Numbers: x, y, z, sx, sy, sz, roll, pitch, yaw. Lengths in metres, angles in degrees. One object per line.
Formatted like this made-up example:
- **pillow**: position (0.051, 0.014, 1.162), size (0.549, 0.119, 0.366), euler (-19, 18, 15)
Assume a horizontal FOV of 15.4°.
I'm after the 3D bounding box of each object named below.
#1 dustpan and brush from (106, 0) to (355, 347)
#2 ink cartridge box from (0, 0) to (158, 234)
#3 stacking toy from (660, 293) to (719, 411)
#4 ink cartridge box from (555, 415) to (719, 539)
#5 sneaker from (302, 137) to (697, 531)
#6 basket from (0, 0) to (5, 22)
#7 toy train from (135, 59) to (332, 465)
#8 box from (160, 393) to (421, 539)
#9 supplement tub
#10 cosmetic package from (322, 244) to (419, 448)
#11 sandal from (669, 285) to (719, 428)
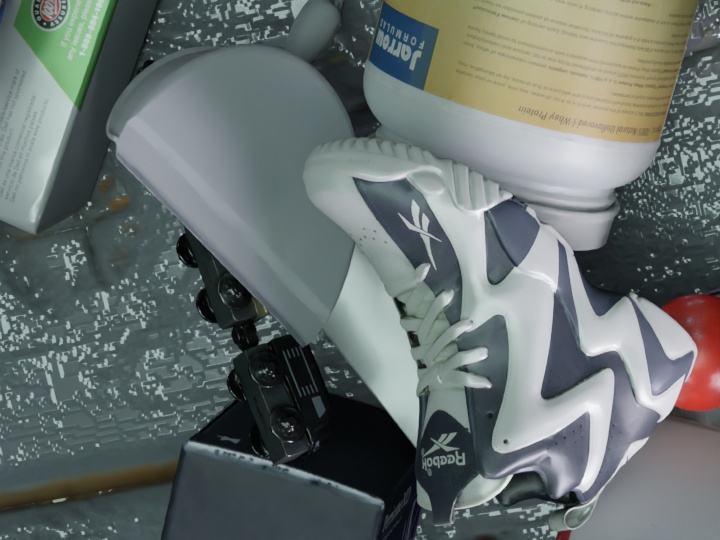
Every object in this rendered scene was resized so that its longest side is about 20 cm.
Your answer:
- **dustpan and brush**: position (-0.039, -0.073, 1.245), size (0.140, 0.200, 0.057), euler (46, 144, -21)
- **ink cartridge box**: position (-0.216, -0.128, 1.337), size (0.199, 0.084, 0.147), euler (24, 106, 8)
- **stacking toy**: position (0.228, 0.051, 1.247), size (0.199, 0.085, 0.086), euler (14, 103, -6)
- **ink cartridge box**: position (0.120, 0.187, 1.257), size (0.082, 0.147, 0.201), euler (14, 123, 6)
- **sneaker**: position (0.041, 0.039, 1.160), size (0.199, 0.079, 0.130), euler (36, 69, -20)
- **basket**: position (-0.256, -0.123, 1.237), size (0.176, 0.139, 0.200), euler (30, 146, 4)
- **toy train**: position (-0.059, -0.007, 1.246), size (0.034, 0.046, 0.201), euler (-34, 75, 56)
- **box**: position (-0.043, 0.172, 1.321), size (0.104, 0.148, 0.201), euler (16, 104, 9)
- **supplement tub**: position (0.083, -0.124, 1.240), size (0.144, 0.145, 0.201), euler (17, 103, 9)
- **cosmetic package**: position (0.000, 0.000, 1.314), size (0.051, 0.083, 0.200), euler (-38, 90, 16)
- **sandal**: position (0.193, 0.033, 1.298), size (0.202, 0.050, 0.083), euler (-32, 107, 3)
